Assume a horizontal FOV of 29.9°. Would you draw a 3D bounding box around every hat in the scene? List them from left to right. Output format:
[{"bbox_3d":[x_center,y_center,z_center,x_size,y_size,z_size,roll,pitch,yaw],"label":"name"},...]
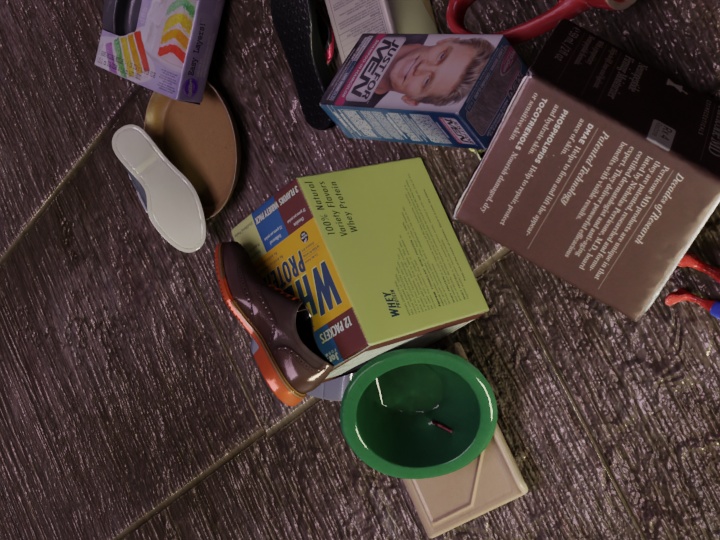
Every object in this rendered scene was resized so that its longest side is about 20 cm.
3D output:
[{"bbox_3d":[0.056,0.128,1.559,0.198,0.176,0.167,-9,113,7],"label":"hat"}]

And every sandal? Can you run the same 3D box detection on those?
[{"bbox_3d":[-0.059,-0.271,1.626,0.075,0.045,0.201,12,122,49],"label":"sandal"}]

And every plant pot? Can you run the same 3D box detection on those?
[{"bbox_3d":[-0.223,-0.168,1.820,0.199,0.027,0.202,14,110,43],"label":"plant pot"}]

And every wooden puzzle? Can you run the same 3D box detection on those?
[{"bbox_3d":[0.102,0.200,1.577,0.200,0.037,0.186,-38,72,48],"label":"wooden puzzle"}]

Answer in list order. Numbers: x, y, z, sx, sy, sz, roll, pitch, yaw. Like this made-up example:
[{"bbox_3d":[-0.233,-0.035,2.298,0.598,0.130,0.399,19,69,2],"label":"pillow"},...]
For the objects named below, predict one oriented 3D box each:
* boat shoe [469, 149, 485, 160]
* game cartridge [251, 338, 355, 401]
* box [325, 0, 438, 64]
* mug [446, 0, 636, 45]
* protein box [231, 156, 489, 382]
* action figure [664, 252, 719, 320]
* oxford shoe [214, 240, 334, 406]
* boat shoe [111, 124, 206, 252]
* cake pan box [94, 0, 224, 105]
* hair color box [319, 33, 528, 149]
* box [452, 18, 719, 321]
[{"bbox_3d":[0.150,-0.142,1.425,0.201,0.060,0.072,39,125,32],"label":"boat shoe"},{"bbox_3d":[-0.068,0.085,1.709,0.199,0.041,0.134,23,109,43],"label":"game cartridge"},{"bbox_3d":[0.020,-0.296,1.507,0.095,0.077,0.202,-16,88,45],"label":"box"},{"bbox_3d":[0.178,-0.307,1.319,0.199,0.133,0.179,22,122,35],"label":"mug"},{"bbox_3d":[0.000,0.000,1.510,0.135,0.199,0.200,-34,75,44],"label":"protein box"},{"bbox_3d":[0.361,0.053,1.237,0.199,0.099,0.066,28,120,35],"label":"action figure"},{"bbox_3d":[-0.090,0.043,1.435,0.072,0.071,0.201,-36,69,15],"label":"oxford shoe"},{"bbox_3d":[-0.267,-0.108,1.832,0.201,0.073,0.062,55,176,11],"label":"boat shoe"},{"bbox_3d":[-0.265,-0.336,1.786,0.199,0.052,0.185,28,106,39],"label":"cake pan box"},{"bbox_3d":[0.061,-0.183,1.353,0.199,0.061,0.100,11,64,46],"label":"hair color box"},{"bbox_3d":[0.220,-0.096,1.242,0.199,0.166,0.165,29,123,4],"label":"box"}]
